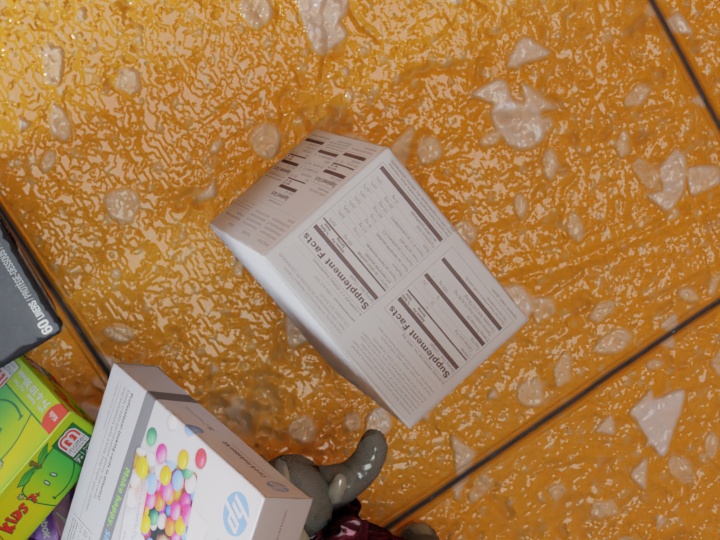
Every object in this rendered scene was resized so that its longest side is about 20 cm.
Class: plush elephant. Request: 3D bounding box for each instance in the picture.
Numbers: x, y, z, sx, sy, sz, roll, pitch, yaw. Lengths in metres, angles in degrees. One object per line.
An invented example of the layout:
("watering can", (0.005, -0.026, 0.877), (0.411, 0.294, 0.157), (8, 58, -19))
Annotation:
("plush elephant", (-0.018, 0.187, 1.272), (0.200, 0.165, 0.155), (-22, 100, -13))

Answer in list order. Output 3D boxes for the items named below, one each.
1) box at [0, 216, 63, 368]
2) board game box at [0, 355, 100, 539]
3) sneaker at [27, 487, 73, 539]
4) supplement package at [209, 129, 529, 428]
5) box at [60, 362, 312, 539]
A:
("box", (-0.319, 0.033, 1.204), (0.200, 0.106, 0.122), (-32, 104, -8))
("board game box", (-0.273, 0.160, 1.232), (0.200, 0.102, 0.048), (-49, 133, -3))
("sneaker", (-0.175, 0.217, 1.285), (0.200, 0.080, 0.088), (39, 80, -15))
("supplement package", (0.000, 0.000, 1.231), (0.111, 0.200, 0.156), (-41, 105, -5))
("box", (-0.120, 0.170, 1.144), (0.041, 0.200, 0.156), (7, 107, -40))
